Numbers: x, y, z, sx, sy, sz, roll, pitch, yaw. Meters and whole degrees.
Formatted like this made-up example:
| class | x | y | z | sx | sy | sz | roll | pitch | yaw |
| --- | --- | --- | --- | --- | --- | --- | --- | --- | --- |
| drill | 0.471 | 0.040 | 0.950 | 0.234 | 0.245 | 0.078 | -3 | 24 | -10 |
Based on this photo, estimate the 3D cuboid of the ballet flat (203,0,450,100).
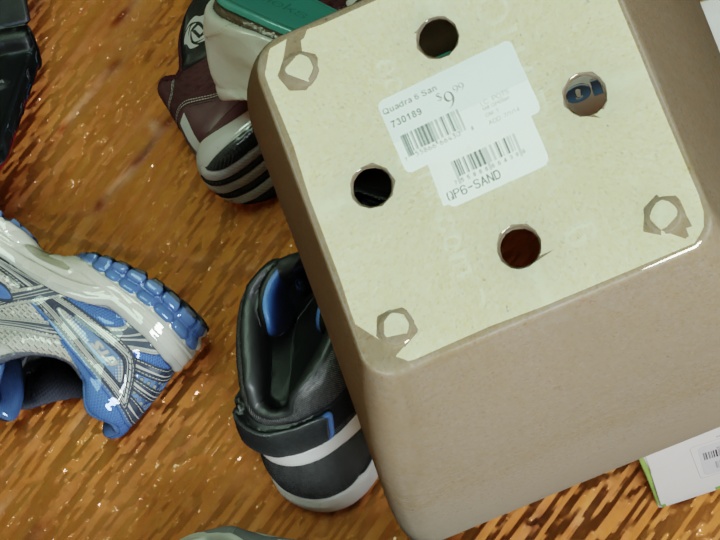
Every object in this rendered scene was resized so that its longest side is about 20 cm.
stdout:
| class | x | y | z | sx | sy | sz | roll | pitch | yaw |
| --- | --- | --- | --- | --- | --- | --- | --- | --- | --- |
| ballet flat | 0.011 | -0.075 | 1.120 | 0.199 | 0.070 | 0.070 | 24 | 69 | 28 |

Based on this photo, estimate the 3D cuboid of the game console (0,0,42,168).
| class | x | y | z | sx | sy | sz | roll | pitch | yaw |
| --- | --- | --- | --- | --- | --- | --- | --- | --- | --- |
| game console | -0.278 | -0.122 | 1.260 | 0.198 | 0.119 | 0.173 | -10 | 34 | 12 |

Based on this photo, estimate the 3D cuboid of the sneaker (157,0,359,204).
| class | x | y | z | sx | sy | sz | roll | pitch | yaw |
| --- | --- | --- | --- | --- | --- | --- | --- | --- | --- |
| sneaker | -0.021 | -0.133 | 1.225 | 0.199 | 0.076 | 0.116 | -37 | 54 | -6 |

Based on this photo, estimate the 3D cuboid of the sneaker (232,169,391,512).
| class | x | y | z | sx | sy | sz | roll | pitch | yaw |
| --- | --- | --- | --- | --- | --- | --- | --- | --- | --- |
| sneaker | 0.000 | 0.000 | 1.115 | 0.072 | 0.112 | 0.201 | 8 | 63 | 20 |

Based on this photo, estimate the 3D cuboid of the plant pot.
| class | x | y | z | sx | sy | sz | roll | pitch | yaw |
| --- | --- | --- | --- | --- | --- | --- | --- | --- | --- |
| plant pot | 0.060 | -0.028 | 0.951 | 0.198 | 0.177 | 0.201 | -22 | 75 | 7 |

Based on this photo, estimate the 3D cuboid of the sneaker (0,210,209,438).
| class | x | y | z | sx | sy | sz | roll | pitch | yaw |
| --- | --- | --- | --- | --- | --- | --- | --- | --- | --- |
| sneaker | -0.176 | 0.022 | 1.179 | 0.199 | 0.077 | 0.086 | 19 | 71 | 26 |

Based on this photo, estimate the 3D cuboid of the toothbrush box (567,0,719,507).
| class | x | y | z | sx | sy | sz | roll | pitch | yaw |
| --- | --- | --- | --- | --- | --- | --- | --- | --- | --- |
| toothbrush box | 0.168 | -0.017 | 1.090 | 0.145 | 0.086 | 0.201 | -19 | 57 | 7 |

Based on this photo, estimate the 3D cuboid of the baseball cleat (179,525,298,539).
| class | x | y | z | sx | sy | sz | roll | pitch | yaw |
| --- | --- | --- | --- | --- | --- | --- | --- | --- | --- |
| baseball cleat | -0.003 | 0.153 | 1.058 | 0.199 | 0.106 | 0.070 | 8 | 91 | 49 |
